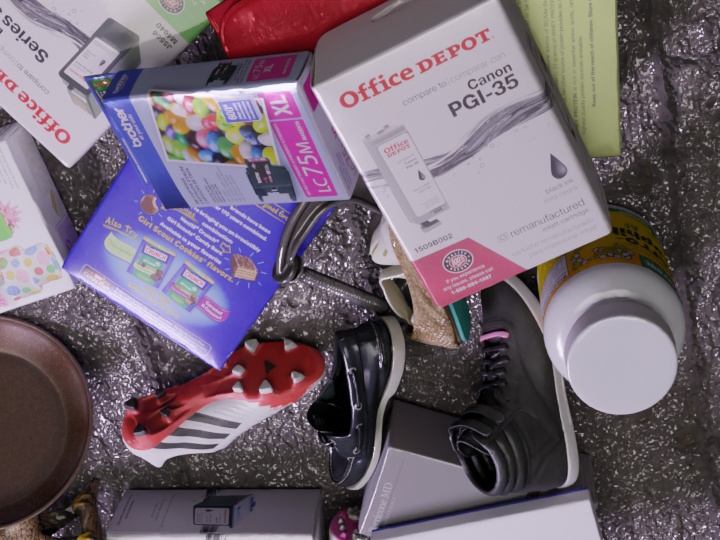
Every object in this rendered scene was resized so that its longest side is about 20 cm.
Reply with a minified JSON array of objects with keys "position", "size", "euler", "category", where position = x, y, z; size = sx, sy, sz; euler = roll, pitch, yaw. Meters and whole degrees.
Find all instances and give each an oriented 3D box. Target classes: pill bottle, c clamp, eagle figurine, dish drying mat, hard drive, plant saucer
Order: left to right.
[{"position":[-0.343,0.141,1.228],"size":[0.199,0.202,0.037],"euler":[17,157,-3],"category":"plant saucer"},{"position":[-0.342,0.249,1.271],"size":[0.198,0.152,0.152],"euler":[-8,83,-12],"category":"eagle figurine"},{"position":[-0.012,-0.197,0.969],"size":[0.199,0.018,0.077],"euler":[-24,108,19],"category":"dish drying mat"},{"position":[0.000,0.000,1.147],"size":[0.171,0.027,0.199],"euler":[-48,134,14],"category":"c clamp"},{"position":[0.122,0.271,1.211],"size":[0.198,0.025,0.133],"euler":[-14,115,13],"category":"hard drive"},{"position":[0.202,0.031,1.094],"size":[0.112,0.200,0.114],"euler":[2,114,5],"category":"pill bottle"}]

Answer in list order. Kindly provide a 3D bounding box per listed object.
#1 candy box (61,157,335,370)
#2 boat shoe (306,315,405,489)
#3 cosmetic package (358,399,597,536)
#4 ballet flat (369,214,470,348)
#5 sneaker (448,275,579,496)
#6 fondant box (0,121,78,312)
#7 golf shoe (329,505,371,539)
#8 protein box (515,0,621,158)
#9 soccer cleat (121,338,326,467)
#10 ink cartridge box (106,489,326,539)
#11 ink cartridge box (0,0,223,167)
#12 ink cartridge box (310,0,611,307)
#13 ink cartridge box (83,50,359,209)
[{"position":[-0.131,-0.044,1.160],"size":[0.168,0.077,0.200],"euler":[34,113,-9],"category":"candy box"},{"position":[-0.014,0.123,1.199],"size":[0.065,0.075,0.200],"euler":[-4,138,-22],"category":"boat shoe"},{"position":[0.106,0.205,1.241],"size":[0.198,0.090,0.108],"euler":[13,116,-4],"category":"cosmetic package"},{"position":[0.043,-0.005,1.113],"size":[0.065,0.071,0.201],"euler":[-4,134,15],"category":"ballet flat"},{"position":[0.119,0.101,1.160],"size":[0.099,0.071,0.202],"euler":[-14,88,-31],"category":"sneaker"},{"position":[-0.361,-0.029,1.198],"size":[0.198,0.058,0.145],"euler":[-17,111,13],"category":"fondant box"},{"position":[0.059,0.287,1.282],"size":[0.198,0.075,0.092],"euler":[15,113,-5],"category":"golf shoe"},{"position":[0.094,-0.196,1.041],"size":[0.198,0.135,0.200],"euler":[-4,113,8],"category":"protein box"},{"position":[-0.122,0.124,1.243],"size":[0.198,0.069,0.085],"euler":[-23,143,0],"category":"soccer cleat"},{"position":[-0.132,0.293,1.299],"size":[0.198,0.086,0.148],"euler":[-2,113,4],"category":"ink cartridge box"},{"position":[-0.217,-0.206,1.094],"size":[0.145,0.084,0.200],"euler":[43,110,-13],"category":"ink cartridge box"},{"position":[0.071,-0.095,0.958],"size":[0.146,0.083,0.201],"euler":[-24,118,16],"category":"ink cartridge box"},{"position":[-0.111,-0.102,1.027],"size":[0.198,0.042,0.120],"euler":[0,138,26],"category":"ink cartridge box"}]
